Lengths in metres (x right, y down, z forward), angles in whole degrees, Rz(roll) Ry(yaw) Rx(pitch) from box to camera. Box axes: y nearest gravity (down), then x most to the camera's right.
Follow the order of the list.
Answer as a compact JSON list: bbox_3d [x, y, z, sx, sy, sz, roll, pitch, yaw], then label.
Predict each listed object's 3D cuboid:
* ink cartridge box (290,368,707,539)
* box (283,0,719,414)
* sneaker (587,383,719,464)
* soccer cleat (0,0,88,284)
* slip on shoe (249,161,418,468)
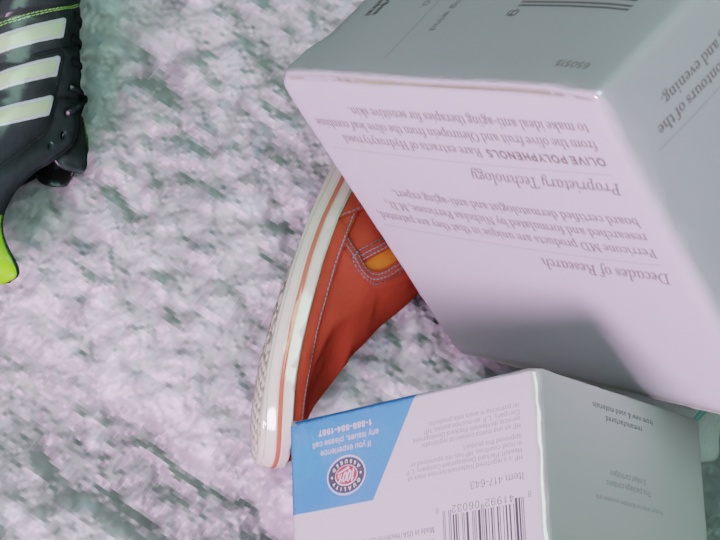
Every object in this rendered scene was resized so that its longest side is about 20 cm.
[{"bbox_3d":[0.059,0.157,0.847,0.128,0.125,0.200,-14,69,36],"label":"ink cartridge box"},{"bbox_3d":[0.123,-0.075,0.876,0.199,0.200,0.171,-47,121,-23],"label":"box"},{"bbox_3d":[0.177,0.007,0.968,0.200,0.070,0.080,-46,103,-19],"label":"sneaker"},{"bbox_3d":[-0.156,-0.087,0.971,0.081,0.068,0.200,26,72,-15],"label":"soccer cleat"},{"bbox_3d":[0.000,0.000,0.948,0.061,0.074,0.200,23,67,0],"label":"slip on shoe"}]
